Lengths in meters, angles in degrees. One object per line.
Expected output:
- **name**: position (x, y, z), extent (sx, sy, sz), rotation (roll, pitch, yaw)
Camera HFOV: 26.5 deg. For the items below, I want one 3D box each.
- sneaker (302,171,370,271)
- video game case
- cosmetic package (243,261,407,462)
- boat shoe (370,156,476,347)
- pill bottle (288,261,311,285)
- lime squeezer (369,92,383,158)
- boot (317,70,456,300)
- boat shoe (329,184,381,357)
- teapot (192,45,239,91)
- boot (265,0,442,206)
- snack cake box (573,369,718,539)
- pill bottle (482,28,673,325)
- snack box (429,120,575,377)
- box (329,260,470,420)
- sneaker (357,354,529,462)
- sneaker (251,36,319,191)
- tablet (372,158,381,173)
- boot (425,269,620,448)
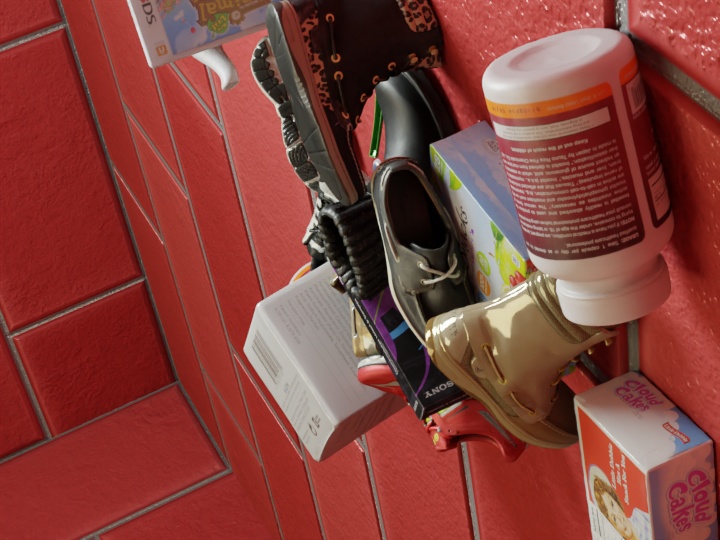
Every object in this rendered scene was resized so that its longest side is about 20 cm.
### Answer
- **sneaker**: position (-0.027, -0.053, 1.801), extent (0.075, 0.088, 0.200), rotation (32, 156, 21)
- **video game case**: position (-0.172, -0.345, 1.727), extent (0.022, 0.199, 0.183), rotation (-128, 19, -63)
- **cosmetic package**: position (-0.003, 0.082, 1.745), extent (0.167, 0.199, 0.168), rotation (55, 162, 12)
- **boat shoe**: position (0.061, -0.007, 1.406), extent (0.068, 0.071, 0.201), rotation (-167, 57, -78)
- **pill bottle**: position (-0.016, 0.064, 1.985), extent (0.200, 0.109, 0.110), rotation (40, 150, 60)
- **lime squeezer**: position (0.015, -0.213, 1.541), extent (0.071, 0.037, 0.201), rotation (-67, -28, -47)
- **boot**: position (0.021, -0.093, 1.510), extent (0.212, 0.157, 0.079), rotation (67, 165, -4)
- **boat shoe**: position (0.000, 0.000, 1.651), extent (0.072, 0.076, 0.201), rotation (47, -152, -52)
- **teapot**: position (-0.172, -0.355, 1.811), extent (0.146, 0.198, 0.200), rotation (25, 161, 30)
- **boot**: position (0.008, -0.177, 1.442), extent (0.201, 0.150, 0.073), rotation (69, 164, -6)
- **snack cake box**: position (0.251, 0.202, 1.331), extent (0.115, 0.067, 0.201), rotation (-129, 21, -51)
- **pill bottle**: position (0.166, -0.066, 1.126), extent (0.113, 0.112, 0.201), rotation (34, 145, 64)
- **snack box**: position (0.134, -0.009, 1.421), extent (0.169, 0.067, 0.201), rotation (55, 161, 36)
- **box**: position (0.076, 0.035, 1.547), extent (0.201, 0.142, 0.036), rotation (60, 163, 21)
- **sneaker**: position (0.085, 0.145, 1.602), extent (0.199, 0.085, 0.077), rotation (19, 167, 8)
- **sneaker**: position (-0.066, -0.193, 1.848), extent (0.085, 0.077, 0.201), rotation (-81, -31, -78)
- **tablet**: position (0.045, -0.031, 1.813), extent (0.131, 0.014, 0.200), rotation (60, 163, 26)
- **boot**: position (0.175, 0.074, 1.330), extent (0.200, 0.155, 0.073), rotation (38, -141, -29)
